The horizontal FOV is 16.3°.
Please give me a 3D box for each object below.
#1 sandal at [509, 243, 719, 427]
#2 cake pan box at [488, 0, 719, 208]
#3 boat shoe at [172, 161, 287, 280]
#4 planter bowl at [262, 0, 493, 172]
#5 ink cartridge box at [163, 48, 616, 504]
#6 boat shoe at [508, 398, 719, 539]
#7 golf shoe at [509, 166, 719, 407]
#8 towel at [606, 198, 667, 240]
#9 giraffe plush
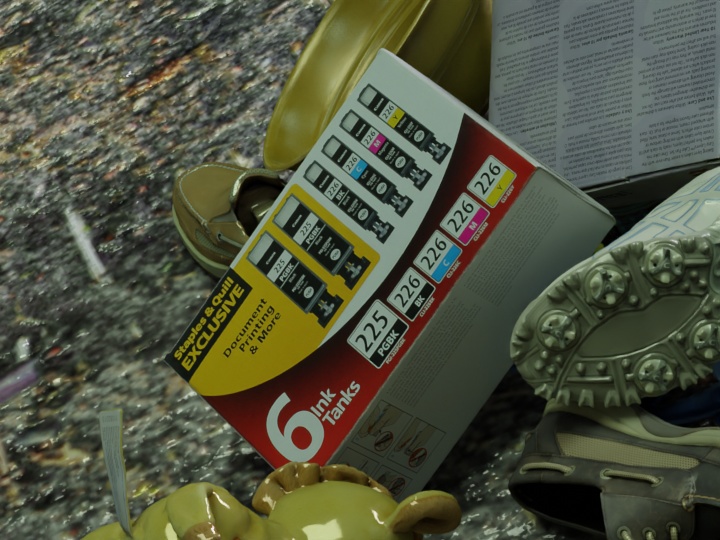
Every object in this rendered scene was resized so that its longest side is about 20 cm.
[{"bbox_3d":[0.146,0.041,1.268,0.199,0.080,0.087,3,47,32],"label":"sandal"},{"bbox_3d":[0.143,-0.129,1.369,0.199,0.052,0.185,-13,70,51],"label":"cake pan box"},{"bbox_3d":[-0.053,-0.030,1.456,0.072,0.076,0.200,-37,39,-18],"label":"boat shoe"},{"bbox_3d":[0.032,-0.121,1.489,0.201,0.083,0.201,-50,17,21],"label":"planter bowl"},{"bbox_3d":[0.000,0.000,1.297,0.175,0.084,0.200,39,96,40],"label":"ink cartridge box"},{"bbox_3d":[0.148,0.116,1.186,0.073,0.075,0.200,-50,34,-17],"label":"boat shoe"},{"bbox_3d":[0.160,-0.002,1.223,0.199,0.079,0.097,-28,16,-1],"label":"golf shoe"},{"bbox_3d":[0.178,-0.089,1.455,0.146,0.022,0.200,-27,37,-4],"label":"towel"},{"bbox_3d":[-0.042,0.156,1.177,0.161,0.201,0.172,-5,13,-33],"label":"giraffe plush"}]
